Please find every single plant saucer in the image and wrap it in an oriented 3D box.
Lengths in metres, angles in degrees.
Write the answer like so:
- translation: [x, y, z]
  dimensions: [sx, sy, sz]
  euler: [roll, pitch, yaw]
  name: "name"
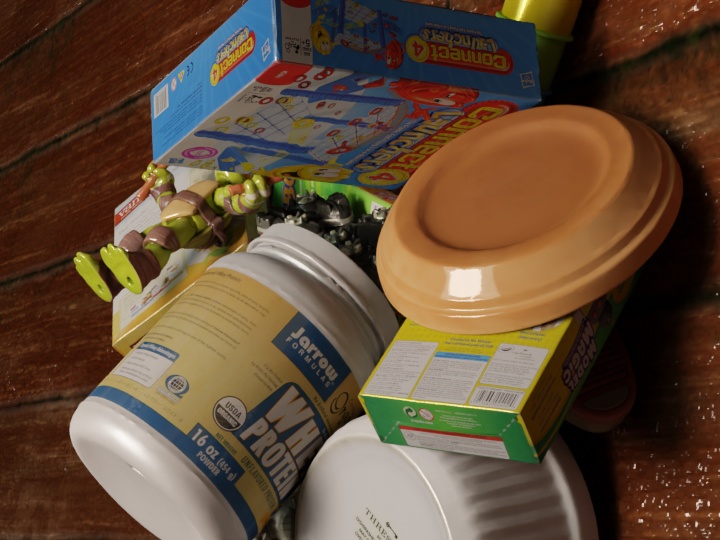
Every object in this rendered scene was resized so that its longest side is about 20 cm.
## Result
- translation: [0.099, -0.041, 1.030]
  dimensions: [0.199, 0.038, 0.201]
  euler: [-19, 35, 14]
  name: "plant saucer"

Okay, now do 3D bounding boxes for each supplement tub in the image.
- translation: [-0.081, 0.080, 1.116]
  dimensions: [0.200, 0.145, 0.144]
  euler: [-48, 20, -23]
  name: "supplement tub"

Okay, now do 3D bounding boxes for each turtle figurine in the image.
- translation: [-0.138, -0.039, 1.260]
  dimensions: [0.199, 0.161, 0.065]
  euler: [8, 131, 49]
  name: "turtle figurine"

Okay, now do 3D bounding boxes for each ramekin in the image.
- translation: [0.046, 0.176, 1.059]
  dimensions: [0.199, 0.105, 0.202]
  euler: [7, 99, 49]
  name: "ramekin"

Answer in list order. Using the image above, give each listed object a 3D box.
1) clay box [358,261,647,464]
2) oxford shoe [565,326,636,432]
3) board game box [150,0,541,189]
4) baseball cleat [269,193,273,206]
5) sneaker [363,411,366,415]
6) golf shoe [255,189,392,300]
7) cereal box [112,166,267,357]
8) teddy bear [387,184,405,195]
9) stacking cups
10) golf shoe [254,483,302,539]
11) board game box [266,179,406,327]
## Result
- translation: [0.095, 0.025, 1.020]
  dimensions: [0.114, 0.048, 0.200]
  euler: [4, 43, 36]
  name: "clay box"
- translation: [0.117, 0.054, 1.088]
  dimensions: [0.200, 0.070, 0.075]
  euler: [-128, 28, -52]
  name: "oxford shoe"
- translation: [-0.014, -0.118, 1.117]
  dimensions: [0.200, 0.195, 0.056]
  euler: [-29, 61, 57]
  name: "board game box"
- translation: [-0.072, 0.000, 1.412]
  dimensions: [0.106, 0.069, 0.201]
  euler: [-26, 56, 55]
  name: "baseball cleat"
- translation: [0.010, 0.065, 1.255]
  dimensions: [0.200, 0.078, 0.066]
  euler: [22, 140, 45]
  name: "sneaker"
- translation: [0.000, 0.000, 1.198]
  dimensions: [0.200, 0.077, 0.089]
  euler: [22, 130, 58]
  name: "golf shoe"
- translation: [-0.139, -0.028, 1.355]
  dimensions: [0.144, 0.040, 0.201]
  euler: [-37, 31, 18]
  name: "cereal box"
- translation: [0.020, -0.108, 1.293]
  dimensions: [0.201, 0.066, 0.145]
  euler: [-63, 35, 28]
  name: "teddy bear"
- translation: [0.107, -0.114, 1.163]
  dimensions: [0.061, 0.060, 0.201]
  euler: [45, 125, 56]
  name: "stacking cups"
- translation: [-0.077, 0.111, 1.244]
  dimensions: [0.097, 0.078, 0.202]
  euler: [154, 119, -79]
  name: "golf shoe"
- translation: [-0.019, -0.029, 1.292]
  dimensions: [0.200, 0.030, 0.096]
  euler: [29, 118, 49]
  name: "board game box"
